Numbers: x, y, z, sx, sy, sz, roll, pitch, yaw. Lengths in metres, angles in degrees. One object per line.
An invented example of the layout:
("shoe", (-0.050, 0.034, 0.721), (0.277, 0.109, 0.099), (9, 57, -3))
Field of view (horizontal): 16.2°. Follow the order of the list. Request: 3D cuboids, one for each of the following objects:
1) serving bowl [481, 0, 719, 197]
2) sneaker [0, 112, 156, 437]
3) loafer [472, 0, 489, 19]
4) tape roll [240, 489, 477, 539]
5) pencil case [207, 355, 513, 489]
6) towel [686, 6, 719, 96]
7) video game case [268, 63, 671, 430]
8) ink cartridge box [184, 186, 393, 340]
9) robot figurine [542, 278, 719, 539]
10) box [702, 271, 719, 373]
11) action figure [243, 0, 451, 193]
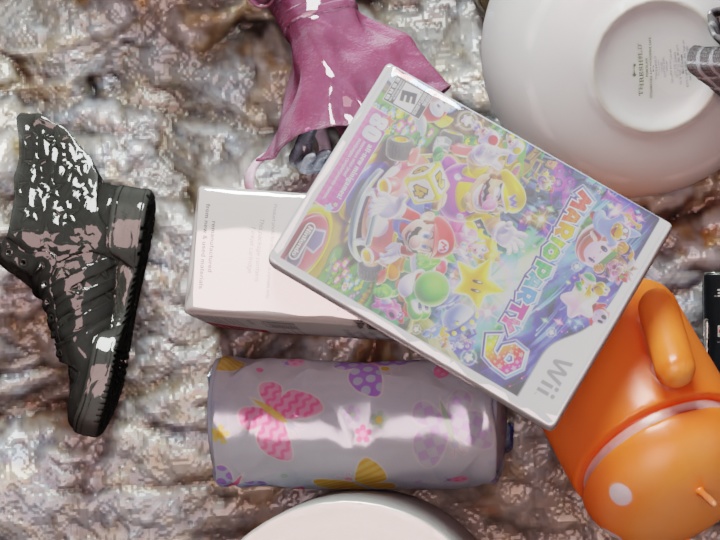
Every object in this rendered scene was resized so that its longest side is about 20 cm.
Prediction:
("serving bowl", (0.180, -0.136, 1.594), (0.199, 0.066, 0.201), (-3, 108, -8))
("sneaker", (-0.197, 0.003, 1.665), (0.104, 0.060, 0.201), (11, 84, 4))
("loafer", (0.163, -0.217, 1.631), (0.199, 0.070, 0.075), (-32, 86, 3))
("tape roll", (-0.003, 0.241, 1.597), (0.201, 0.139, 0.204), (0, 88, 4))
("pencil case", (-0.002, 0.094, 1.631), (0.199, 0.083, 0.091), (-2, 70, 4))
("towel", (0.304, -0.089, 1.530), (0.200, 0.166, 0.086), (39, 92, -31))
("video game case", (0.065, -0.015, 1.514), (0.199, 0.018, 0.144), (30, 81, 10))
("ink cartridge box", (0.000, 0.000, 1.601), (0.199, 0.146, 0.085), (6, 86, 5))
("robot figurine", (0.170, 0.085, 1.577), (0.144, 0.116, 0.201), (-42, 55, 24))
("box", (0.317, 0.078, 1.601), (0.199, 0.046, 0.160), (-2, 88, 17))
("action figure", (-0.024, -0.164, 1.651), (0.149, 0.133, 0.201), (-42, 65, 46))
